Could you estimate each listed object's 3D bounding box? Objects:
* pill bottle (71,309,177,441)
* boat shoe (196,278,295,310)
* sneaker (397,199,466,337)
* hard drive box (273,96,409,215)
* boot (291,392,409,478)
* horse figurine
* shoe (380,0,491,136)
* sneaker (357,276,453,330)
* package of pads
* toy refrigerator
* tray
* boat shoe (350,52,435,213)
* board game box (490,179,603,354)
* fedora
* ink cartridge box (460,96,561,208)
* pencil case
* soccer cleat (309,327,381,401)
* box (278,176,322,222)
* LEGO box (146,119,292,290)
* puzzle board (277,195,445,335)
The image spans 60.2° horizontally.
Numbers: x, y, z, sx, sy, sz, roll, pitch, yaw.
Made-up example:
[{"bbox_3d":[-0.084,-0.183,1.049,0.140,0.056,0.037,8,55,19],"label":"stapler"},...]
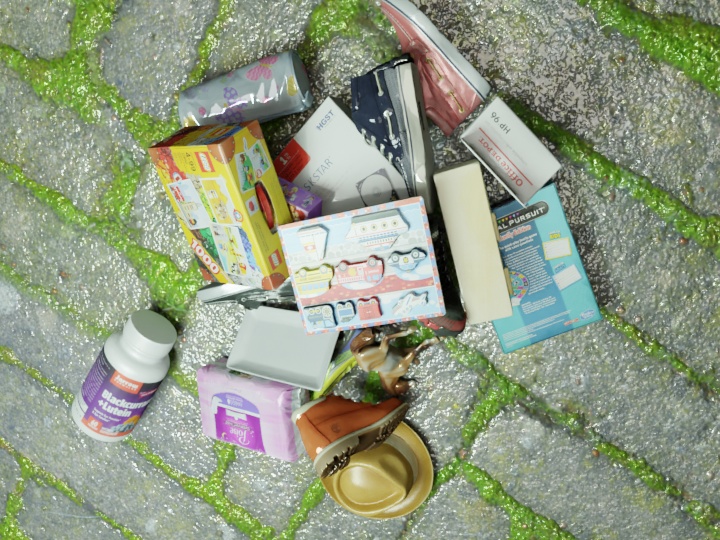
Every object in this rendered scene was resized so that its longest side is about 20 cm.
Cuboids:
[{"bbox_3d":[-0.382,0.169,1.018,0.110,0.112,0.202,35,107,1],"label":"pill bottle"},{"bbox_3d":[-0.161,0.032,0.969,0.193,0.069,0.058,-12,101,11],"label":"boat shoe"},{"bbox_3d":[0.082,-0.007,0.811,0.203,0.070,0.098,54,133,4],"label":"sneaker"},{"bbox_3d":[-0.020,-0.120,0.901,0.200,0.077,0.156,45,106,-1],"label":"hard drive box"},{"bbox_3d":[-0.011,0.217,0.926,0.107,0.196,0.076,47,128,28],"label":"boot"},{"bbox_3d":[0.044,0.119,0.911,0.131,0.198,0.051,-38,50,19],"label":"horse figurine"},{"bbox_3d":[0.081,-0.281,0.847,0.200,0.072,0.091,44,103,-5],"label":"shoe"},{"bbox_3d":[0.039,0.026,0.906,0.193,0.090,0.077,-6,145,-11],"label":"sneaker"},{"bbox_3d":[-0.165,0.217,0.976,0.195,0.075,0.125,5,104,33],"label":"package of pads"},{"bbox_3d":[0.156,-0.041,0.837,0.068,0.076,0.206,-12,100,14],"label":"toy refrigerator"},{"bbox_3d":[-0.115,0.116,0.947,0.195,0.022,0.110,6,70,35],"label":"tray"},{"bbox_3d":[0.043,-0.173,0.825,0.090,0.074,0.207,-7,95,19],"label":"boat shoe"},{"bbox_3d":[0.240,-0.003,0.892,0.147,0.047,0.205,-21,98,16],"label":"board game box"},{"bbox_3d":[0.019,0.330,0.992,0.193,0.082,0.208,2,104,10],"label":"fedora"},{"bbox_3d":[0.188,-0.153,0.788,0.116,0.200,0.068,45,107,-2],"label":"ink cartridge box"},{"bbox_3d":[-0.165,-0.245,0.893,0.194,0.083,0.093,-18,61,12],"label":"pencil case"},{"bbox_3d":[-0.033,0.145,0.972,0.082,0.065,0.203,12,123,-34],"label":"soccer cleat"},{"bbox_3d":[-0.145,-0.079,0.898,0.196,0.039,0.140,27,137,20],"label":"box"},{"bbox_3d":[-0.174,-0.086,0.826,0.145,0.077,0.205,6,126,36],"label":"LEGO box"},{"bbox_3d":[0.000,0.000,0.788,0.194,0.017,0.155,-10,107,16],"label":"puzzle board"}]
